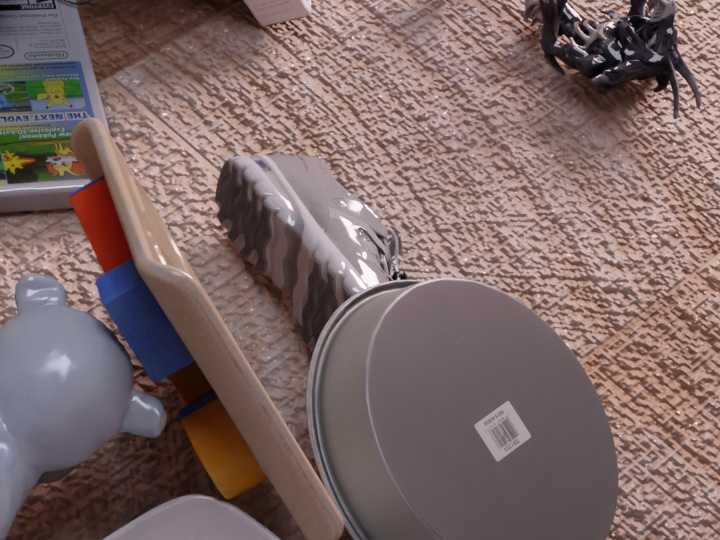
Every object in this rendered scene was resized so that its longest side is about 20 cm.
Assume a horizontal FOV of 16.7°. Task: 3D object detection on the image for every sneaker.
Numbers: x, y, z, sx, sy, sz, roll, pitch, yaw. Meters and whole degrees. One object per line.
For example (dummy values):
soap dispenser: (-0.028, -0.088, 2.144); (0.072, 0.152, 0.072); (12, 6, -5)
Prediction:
sneaker: (0.000, 0.000, 1.390); (0.082, 0.075, 0.200); (-18, 59, -31)

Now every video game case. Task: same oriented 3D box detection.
video game case: (-0.255, -0.105, 1.452); (0.199, 0.022, 0.183); (-4, 51, -18)

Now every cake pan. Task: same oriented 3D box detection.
cake pan: (0.062, 0.090, 1.297); (0.200, 0.037, 0.201); (21, 53, -31)

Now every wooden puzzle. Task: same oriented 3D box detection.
wooden puzzle: (-0.090, 0.035, 1.244); (0.046, 0.186, 0.200); (-31, 31, -3)

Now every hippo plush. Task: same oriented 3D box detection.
hippo plush: (-0.197, 0.070, 1.187); (0.159, 0.200, 0.161); (43, 68, -3)

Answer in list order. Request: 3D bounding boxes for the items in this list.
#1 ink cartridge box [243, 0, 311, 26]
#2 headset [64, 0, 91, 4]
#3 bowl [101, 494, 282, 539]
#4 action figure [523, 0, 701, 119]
ink cartridge box: (-0.087, -0.289, 1.543); (0.043, 0.200, 0.199); (-15, 48, 17)
headset: (-0.224, -0.221, 1.460); (0.200, 0.094, 0.124); (27, 45, -33)
bowl: (-0.081, 0.227, 1.175); (0.200, 0.075, 0.199); (40, 53, 21)
action figure: (0.143, -0.183, 1.566); (0.200, 0.102, 0.119); (36, 40, 19)
